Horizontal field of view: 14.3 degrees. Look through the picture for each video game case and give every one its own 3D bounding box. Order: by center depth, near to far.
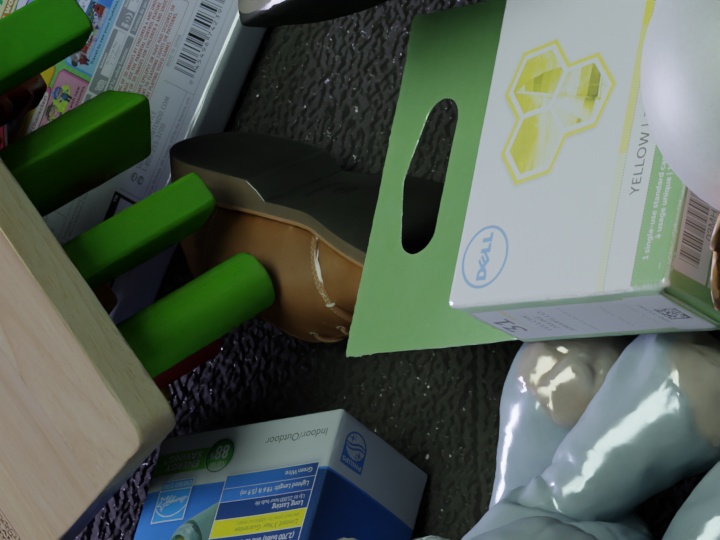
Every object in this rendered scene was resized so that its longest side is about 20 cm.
[{"bbox_3d":[-0.125,-0.085,1.319,0.182,0.022,0.201,28,97,44],"label":"video game case"}]

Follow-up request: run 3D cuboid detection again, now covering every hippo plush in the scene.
[{"bbox_3d":[0.053,0.101,0.974,0.199,0.160,0.160,-11,88,39],"label":"hippo plush"}]

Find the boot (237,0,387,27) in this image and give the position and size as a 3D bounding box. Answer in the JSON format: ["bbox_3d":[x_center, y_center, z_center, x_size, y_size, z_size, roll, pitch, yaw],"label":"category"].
[{"bbox_3d":[0.010,-0.182,1.013,0.200,0.073,0.151,-23,78,53],"label":"boot"}]

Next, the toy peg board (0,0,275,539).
[{"bbox_3d":[-0.135,-0.002,1.196,0.200,0.098,0.199,55,151,7],"label":"toy peg board"}]

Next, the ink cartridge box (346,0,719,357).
[{"bbox_3d":[0.059,-0.048,1.014,0.199,0.048,0.146,-6,67,47],"label":"ink cartridge box"}]

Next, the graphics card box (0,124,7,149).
[{"bbox_3d":[-0.241,-0.011,1.360,0.199,0.051,0.126,-10,81,47],"label":"graphics card box"}]

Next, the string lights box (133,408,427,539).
[{"bbox_3d":[-0.049,0.160,1.107,0.102,0.059,0.201,-13,51,40],"label":"string lights box"}]

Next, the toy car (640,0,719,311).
[{"bbox_3d":[0.146,-0.084,0.884,0.184,0.177,0.201,27,101,10],"label":"toy car"}]

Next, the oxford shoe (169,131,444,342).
[{"bbox_3d":[0.000,0.000,1.159,0.200,0.071,0.072,21,118,45],"label":"oxford shoe"}]
